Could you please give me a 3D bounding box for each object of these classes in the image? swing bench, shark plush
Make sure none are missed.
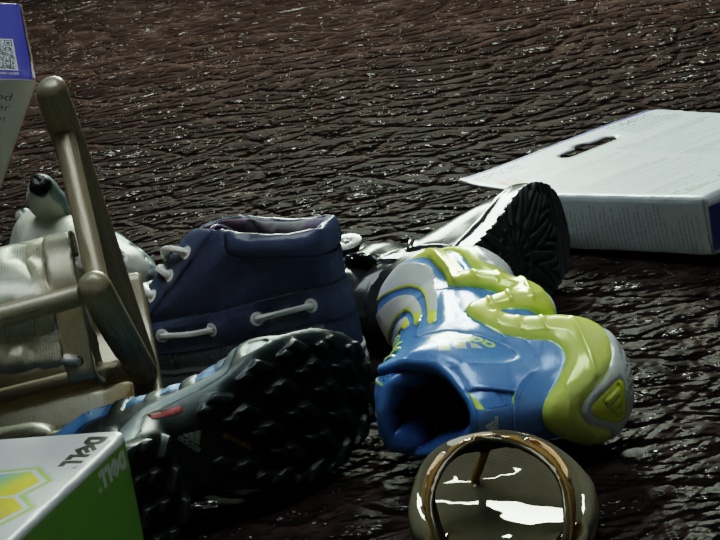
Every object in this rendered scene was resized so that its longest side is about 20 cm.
[{"bbox_3d":[-0.205,0.033,1.137,0.199,0.200,0.130,-14,58,-1],"label":"swing bench"},{"bbox_3d":[-0.181,0.002,1.522,0.083,0.091,0.200,7,-11,-14],"label":"shark plush"}]

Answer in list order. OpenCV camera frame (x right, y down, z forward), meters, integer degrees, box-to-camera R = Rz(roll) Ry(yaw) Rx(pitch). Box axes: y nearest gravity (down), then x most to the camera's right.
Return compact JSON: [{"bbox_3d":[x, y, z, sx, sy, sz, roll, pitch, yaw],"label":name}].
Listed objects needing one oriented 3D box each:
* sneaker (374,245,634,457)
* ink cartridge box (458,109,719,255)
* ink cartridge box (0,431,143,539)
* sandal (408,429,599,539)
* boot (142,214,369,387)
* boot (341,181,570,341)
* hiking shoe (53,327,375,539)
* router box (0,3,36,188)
[{"bbox_3d":[0.036,0.038,1.133,0.105,0.076,0.200,-11,15,-27],"label":"sneaker"},{"bbox_3d":[0.197,-0.057,1.480,0.199,0.041,0.200,-21,19,-39],"label":"ink cartridge box"},{"bbox_3d":[-0.110,0.119,0.921,0.200,0.076,0.148,-6,15,18],"label":"ink cartridge box"},{"bbox_3d":[0.052,0.096,0.955,0.080,0.054,0.200,-7,15,8],"label":"sandal"},{"bbox_3d":[-0.093,0.017,1.273,0.200,0.091,0.073,-3,15,21],"label":"boot"},{"bbox_3d":[0.000,0.000,1.357,0.200,0.066,0.165,-6,12,30],"label":"boot"},{"bbox_3d":[-0.080,0.072,1.089,0.200,0.075,0.087,-22,20,-41],"label":"hiking shoe"},{"bbox_3d":[-0.272,-0.056,1.141,0.200,0.180,0.049,0,55,-22],"label":"router box"}]
